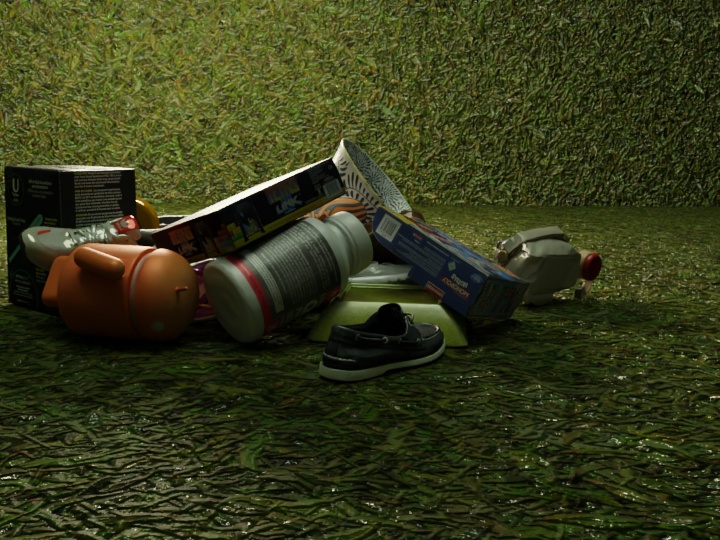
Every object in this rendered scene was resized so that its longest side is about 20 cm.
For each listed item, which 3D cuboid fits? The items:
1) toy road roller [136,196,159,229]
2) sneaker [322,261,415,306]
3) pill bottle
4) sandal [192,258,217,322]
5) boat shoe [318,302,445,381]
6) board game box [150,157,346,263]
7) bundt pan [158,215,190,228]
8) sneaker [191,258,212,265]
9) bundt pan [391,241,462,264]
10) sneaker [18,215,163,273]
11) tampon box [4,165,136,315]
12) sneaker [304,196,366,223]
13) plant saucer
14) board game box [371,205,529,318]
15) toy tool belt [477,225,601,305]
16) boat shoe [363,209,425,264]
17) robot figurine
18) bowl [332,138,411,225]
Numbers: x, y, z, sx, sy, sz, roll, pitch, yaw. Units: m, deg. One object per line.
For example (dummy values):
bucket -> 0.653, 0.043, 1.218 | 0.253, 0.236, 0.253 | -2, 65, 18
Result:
toy road roller -> -0.338, -0.048, 1.429 | 0.200, 0.146, 0.123 | 0, 9, -10
sneaker -> 0.000, 0.000, 1.301 | 0.200, 0.082, 0.075 | -4, -26, -27
pill bottle -> -0.085, 0.000, 1.090 | 0.200, 0.111, 0.111 | -29, 24, -30
sandal -> -0.241, 0.030, 1.150 | 0.202, 0.083, 0.050 | -12, -15, 1
boat shoe -> 0.030, 0.070, 0.975 | 0.074, 0.066, 0.199 | 13, 15, 43
board game box -> -0.143, -0.074, 1.128 | 0.165, 0.057, 0.200 | -11, 15, 46
bundt pan -> -0.326, -0.060, 1.691 | 0.201, 0.076, 0.202 | 1, 9, 0
sneaker -> -0.169, 0.041, 1.215 | 0.200, 0.073, 0.085 | 12, 50, -1
bundt pan -> 0.071, -0.014, 1.493 | 0.201, 0.076, 0.202 | 0, 9, 0
sneaker -> -0.341, -0.042, 1.142 | 0.200, 0.093, 0.070 | 13, 39, -48
tampon box -> -0.414, -0.050, 1.257 | 0.150, 0.200, 0.126 | 9, 12, 39
sneaker -> -0.077, -0.053, 1.279 | 0.200, 0.078, 0.112 | -20, 11, -10
plant saucer -> 0.041, 0.052, 1.158 | 0.200, 0.048, 0.200 | 2, 9, 5
board game box -> 0.133, 0.001, 1.185 | 0.200, 0.062, 0.200 | 37, 12, 37
toy tool belt -> 0.282, -0.016, 1.398 | 0.200, 0.125, 0.123 | -6, 20, -43
boat shoe -> 0.020, -0.048, 1.353 | 0.072, 0.068, 0.200 | 29, -42, -31
robot figurine -> -0.283, 0.027, 1.058 | 0.200, 0.144, 0.117 | 4, 27, 16
bowl -> 0.002, -0.113, 1.452 | 0.094, 0.201, 0.201 | -38, -1, 14
